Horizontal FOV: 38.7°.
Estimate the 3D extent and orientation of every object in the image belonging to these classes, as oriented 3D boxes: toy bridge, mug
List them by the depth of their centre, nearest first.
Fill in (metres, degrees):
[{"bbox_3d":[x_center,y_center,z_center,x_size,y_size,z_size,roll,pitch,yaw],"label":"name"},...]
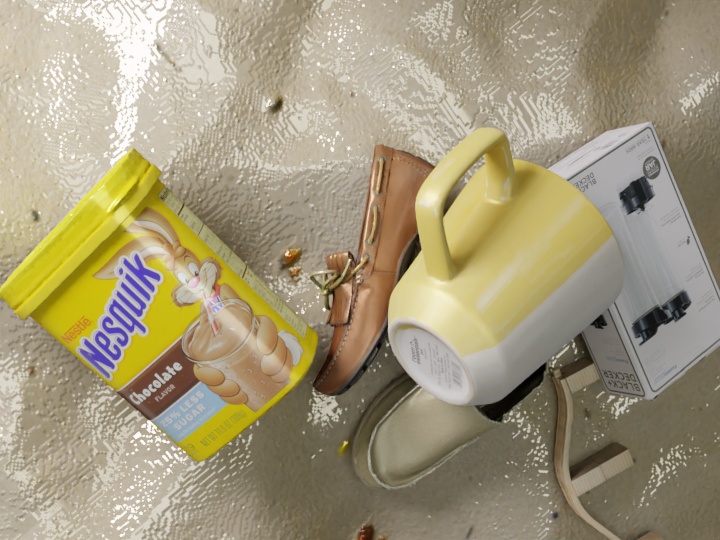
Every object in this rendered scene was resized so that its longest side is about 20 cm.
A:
[{"bbox_3d":[0.088,0.006,0.781,0.153,0.149,0.187,-43,101,-27],"label":"mug"},{"bbox_3d":[0.209,0.177,0.911,0.066,0.027,0.203,-26,100,-9],"label":"toy bridge"}]

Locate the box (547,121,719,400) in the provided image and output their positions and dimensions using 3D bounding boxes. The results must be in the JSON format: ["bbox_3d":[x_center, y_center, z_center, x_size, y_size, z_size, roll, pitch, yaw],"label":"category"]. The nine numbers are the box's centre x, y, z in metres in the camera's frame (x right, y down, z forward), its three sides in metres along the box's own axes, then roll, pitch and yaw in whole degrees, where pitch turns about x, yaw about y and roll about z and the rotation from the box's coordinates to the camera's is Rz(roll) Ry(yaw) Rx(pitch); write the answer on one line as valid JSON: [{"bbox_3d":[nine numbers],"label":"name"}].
[{"bbox_3d":[0.227,-0.007,0.867,0.116,0.060,0.202,-32,102,-23],"label":"box"}]

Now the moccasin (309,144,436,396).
[{"bbox_3d":[0.000,0.000,0.820,0.076,0.074,0.205,20,94,-5],"label":"moccasin"}]

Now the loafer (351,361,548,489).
[{"bbox_3d":[0.077,0.110,0.851,0.199,0.068,0.076,-40,103,-6],"label":"loafer"}]

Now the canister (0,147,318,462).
[{"bbox_3d":[-0.146,0.032,0.764,0.148,0.087,0.200,-39,107,21],"label":"canister"}]
